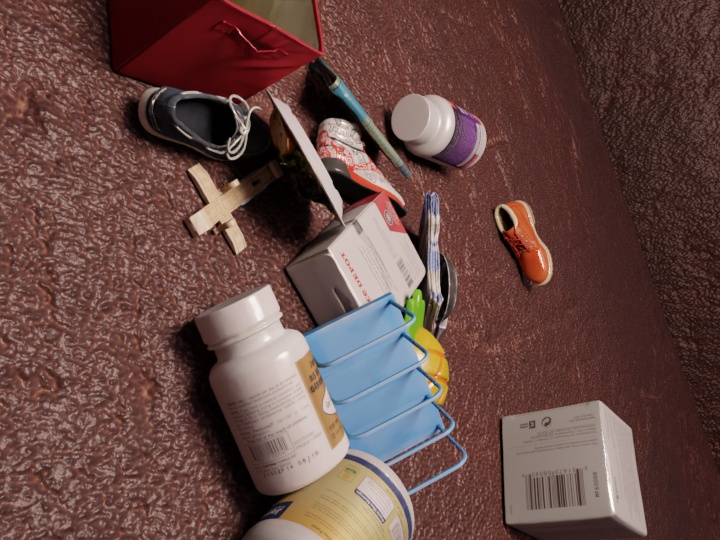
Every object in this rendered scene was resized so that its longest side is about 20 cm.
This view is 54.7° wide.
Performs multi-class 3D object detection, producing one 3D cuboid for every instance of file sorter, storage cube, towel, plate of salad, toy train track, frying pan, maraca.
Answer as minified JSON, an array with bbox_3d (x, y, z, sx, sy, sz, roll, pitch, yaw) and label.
[{"bbox_3d":[0.028,0.157,0.846,0.203,0.137,0.123,68,-10,-15],"label":"file sorter"},{"bbox_3d":[-0.171,-0.315,0.804,0.170,0.178,0.204,10,67,-53],"label":"storage cube"},{"bbox_3d":[0.000,-0.238,1.093,0.200,0.022,0.147,48,8,-33],"label":"towel"},{"bbox_3d":[-0.078,-0.137,0.897,0.202,0.048,0.200,59,-1,2],"label":"plate of salad"},{"bbox_3d":[-0.145,-0.097,0.867,0.116,0.032,0.200,61,34,-15],"label":"toy train track"},{"bbox_3d":[0.135,0.064,1.128,0.030,0.115,0.193,2,66,-12],"label":"frying pan"},{"bbox_3d":[0.111,-0.007,1.127,0.148,0.023,0.203,94,-3,-62],"label":"towel"},{"bbox_3d":[0.072,0.130,0.979,0.137,0.105,0.204,-50,142,-70],"label":"maraca"}]

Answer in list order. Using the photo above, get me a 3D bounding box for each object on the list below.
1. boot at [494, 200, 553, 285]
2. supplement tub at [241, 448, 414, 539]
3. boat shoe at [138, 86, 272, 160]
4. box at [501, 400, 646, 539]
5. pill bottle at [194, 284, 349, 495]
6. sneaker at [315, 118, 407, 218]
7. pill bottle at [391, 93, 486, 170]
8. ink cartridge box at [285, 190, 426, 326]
[{"bbox_3d":[0.355,-0.059,1.542,0.106,0.075,0.203,-4,69,-52],"label":"boot"},{"bbox_3d":[-0.042,0.297,0.725,0.200,0.143,0.146,-34,102,-56],"label":"supplement tub"},{"bbox_3d":[-0.166,-0.172,0.823,0.199,0.061,0.076,13,90,-57],"label":"boat shoe"},{"bbox_3d":[0.379,0.366,1.249,0.171,0.197,0.203,37,46,-40],"label":"box"},{"bbox_3d":[-0.099,0.125,0.754,0.114,0.113,0.203,-31,100,-56],"label":"pill bottle"},{"bbox_3d":[0.006,-0.160,1.084,0.200,0.067,0.110,25,57,-44],"label":"sneaker"},{"bbox_3d":[0.143,-0.258,1.288,0.199,0.110,0.113,7,69,-54],"label":"pill bottle"},{"bbox_3d":[0.000,0.000,0.983,0.148,0.082,0.200,61,34,-14],"label":"ink cartridge box"}]
